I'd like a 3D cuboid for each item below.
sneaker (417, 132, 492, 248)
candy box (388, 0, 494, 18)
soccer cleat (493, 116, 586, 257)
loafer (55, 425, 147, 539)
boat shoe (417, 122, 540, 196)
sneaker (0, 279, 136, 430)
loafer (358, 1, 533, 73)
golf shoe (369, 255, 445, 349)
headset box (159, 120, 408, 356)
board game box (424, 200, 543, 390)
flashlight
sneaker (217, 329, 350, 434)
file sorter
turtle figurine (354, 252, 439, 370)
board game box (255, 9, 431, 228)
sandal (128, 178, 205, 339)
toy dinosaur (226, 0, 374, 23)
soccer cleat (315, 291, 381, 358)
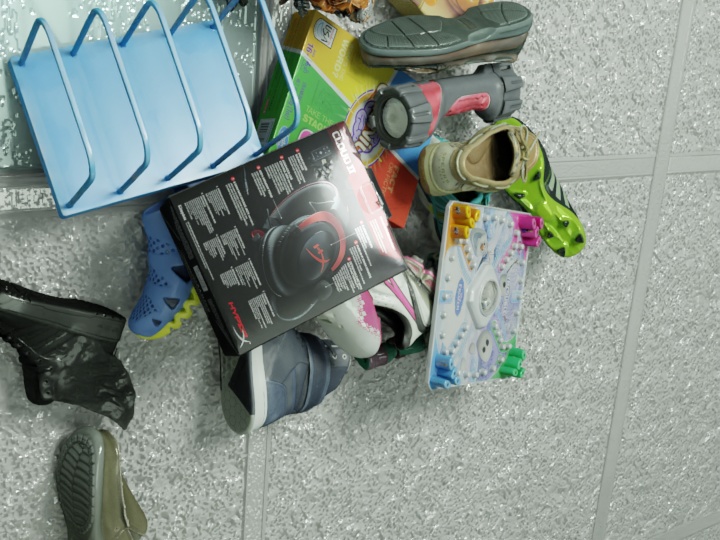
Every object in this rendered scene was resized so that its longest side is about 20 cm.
[{"bbox_3d":[0.118,-0.073,1.080,0.078,0.079,0.201,-47,128,-14],"label":"sneaker"},{"bbox_3d":[0.065,-0.335,0.964,0.199,0.055,0.117,35,85,-39],"label":"candy box"},{"bbox_3d":[0.218,-0.106,1.159,0.067,0.081,0.202,-29,107,14],"label":"soccer cleat"},{"bbox_3d":[-0.254,0.241,0.921,0.069,0.074,0.204,-17,120,-44],"label":"loafer"},{"bbox_3d":[0.144,-0.118,1.002,0.198,0.062,0.075,-22,104,-44],"label":"boat shoe"},{"bbox_3d":[-0.286,0.076,0.838,0.198,0.060,0.106,18,94,-40],"label":"sneaker"},{"bbox_3d":[0.090,-0.227,0.956,0.196,0.072,0.064,-16,135,-19],"label":"loafer"},{"bbox_3d":[0.000,0.000,0.980,0.199,0.072,0.093,37,68,-12],"label":"golf shoe"},{"bbox_3d":[-0.060,-0.033,0.840,0.198,0.075,0.151,-27,95,-19],"label":"headset box"},{"bbox_3d":[0.147,0.030,1.054,0.198,0.025,0.205,2,95,-53],"label":"board game box"},{"bbox_3d":[0.099,-0.174,0.989,0.198,0.069,0.068,-17,158,-42],"label":"flashlight"},{"bbox_3d":[-0.080,0.057,0.983,0.144,0.076,0.207,-8,103,-44],"label":"sneaker"},{"bbox_3d":[-0.170,-0.149,0.779,0.197,0.122,0.141,-20,90,-30],"label":"file sorter"},{"bbox_3d":[0.091,0.058,1.099,0.197,0.100,0.153,-8,110,-29],"label":"turtle figurine"},{"bbox_3d":[-0.010,-0.152,0.964,0.198,0.040,0.156,24,80,-40],"label":"board game box"},{"bbox_3d":[-0.175,-0.033,0.881,0.086,0.079,0.203,30,79,-34],"label":"sandal"},{"bbox_3d":[-0.063,-0.289,0.820,0.103,0.134,0.201,-53,139,-21],"label":"toy dinosaur"},{"bbox_3d":[-0.050,0.010,0.923,0.086,0.069,0.203,-39,104,-52],"label":"soccer cleat"}]
